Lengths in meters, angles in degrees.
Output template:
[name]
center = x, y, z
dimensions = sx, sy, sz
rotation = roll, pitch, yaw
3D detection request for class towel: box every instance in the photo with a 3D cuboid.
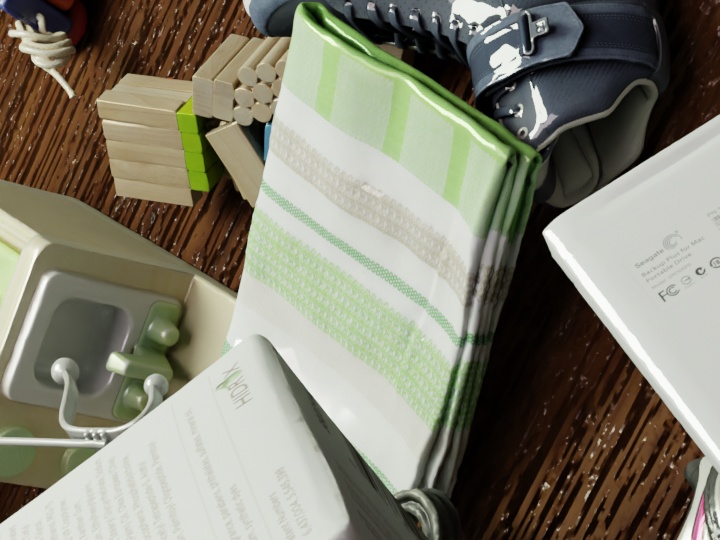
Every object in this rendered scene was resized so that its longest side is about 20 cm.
[towel]
center = 0.000, 0.000, 1.023
dimensions = 0.149, 0.031, 0.200
rotation = 35, 129, 32

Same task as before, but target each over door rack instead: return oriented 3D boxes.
[over door rack]
center = -0.140, 0.119, 1.120
dimensions = 0.200, 0.148, 0.067
rotation = -12, 34, 32

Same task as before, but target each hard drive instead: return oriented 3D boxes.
[hard drive]
center = 0.172, 0.017, 0.859
dimensions = 0.132, 0.026, 0.200
rotation = -32, 50, -2

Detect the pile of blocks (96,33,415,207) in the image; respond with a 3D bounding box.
[pile of blocks]
center = -0.041, -0.087, 1.159
dimensions = 0.200, 0.082, 0.062
rotation = -16, 25, 35

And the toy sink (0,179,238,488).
[toy sink]
center = -0.165, 0.040, 1.206
dimensions = 0.200, 0.112, 0.130
rotation = 30, 102, 48

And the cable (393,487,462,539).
[cable]
center = -0.010, 0.189, 1.025
dimensions = 0.200, 0.050, 0.097
rotation = -61, 41, 32

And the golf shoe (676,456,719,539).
[golf shoe]
center = 0.139, 0.165, 0.873
dimensions = 0.092, 0.073, 0.200
rotation = 5, 74, 53

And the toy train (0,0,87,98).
[toy train]
center = -0.166, -0.186, 1.304
dimensions = 0.116, 0.085, 0.200
rotation = -51, 45, 7

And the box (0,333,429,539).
[box]
center = -0.034, 0.173, 0.882
dimensions = 0.171, 0.199, 0.200
rotation = -36, 22, 2

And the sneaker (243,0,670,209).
[sneaker]
center = 0.040, -0.094, 1.015
dimensions = 0.202, 0.077, 0.146
rotation = -12, 71, 24
